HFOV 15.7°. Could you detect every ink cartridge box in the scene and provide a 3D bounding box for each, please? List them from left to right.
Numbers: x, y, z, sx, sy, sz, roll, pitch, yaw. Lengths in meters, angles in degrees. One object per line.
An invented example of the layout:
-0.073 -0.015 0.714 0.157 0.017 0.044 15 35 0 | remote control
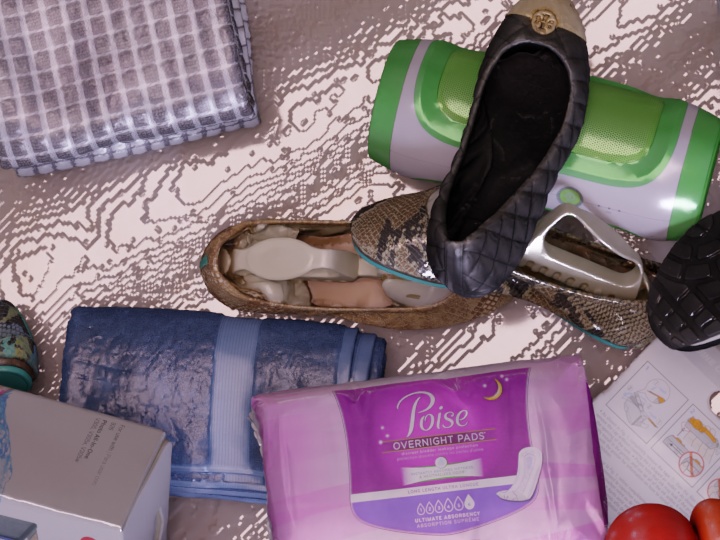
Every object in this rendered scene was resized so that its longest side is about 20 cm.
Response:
-0.217 0.142 1.522 0.199 0.146 0.088 14 45 7 | ink cartridge box
0.174 0.151 1.536 0.162 0.050 0.200 44 78 9 | ink cartridge box

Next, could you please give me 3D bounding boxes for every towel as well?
-0.157 -0.170 1.575 0.164 0.086 0.201 -13 84 6 | towel
-0.086 0.081 1.564 0.199 0.049 0.112 5 85 8 | towel

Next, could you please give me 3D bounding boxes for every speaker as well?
0.109 -0.077 1.532 0.199 0.088 0.089 14 88 8 | speaker

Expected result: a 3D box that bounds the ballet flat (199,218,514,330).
0.000 0.000 1.550 0.199 0.065 0.071 -3 84 7 | ballet flat

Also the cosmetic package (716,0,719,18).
0.260 -0.143 1.460 0.112 0.200 0.082 -14 83 9 | cosmetic package

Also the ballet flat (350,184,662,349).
0.096 -0.015 1.506 0.199 0.075 0.068 20 44 -14 | ballet flat

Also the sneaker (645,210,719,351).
0.258 -0.011 1.502 0.200 0.088 0.076 -39 53 -1 | sneaker

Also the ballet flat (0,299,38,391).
-0.292 0.065 1.592 0.199 0.074 0.075 -15 84 4 | ballet flat

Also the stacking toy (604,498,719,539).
0.231 0.148 1.434 0.199 0.085 0.086 -4 85 -4 | stacking toy

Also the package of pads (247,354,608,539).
0.038 0.119 1.484 0.199 0.076 0.121 -7 77 2 | package of pads

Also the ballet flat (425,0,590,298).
0.087 -0.076 1.454 0.066 0.057 0.201 13 64 10 | ballet flat
